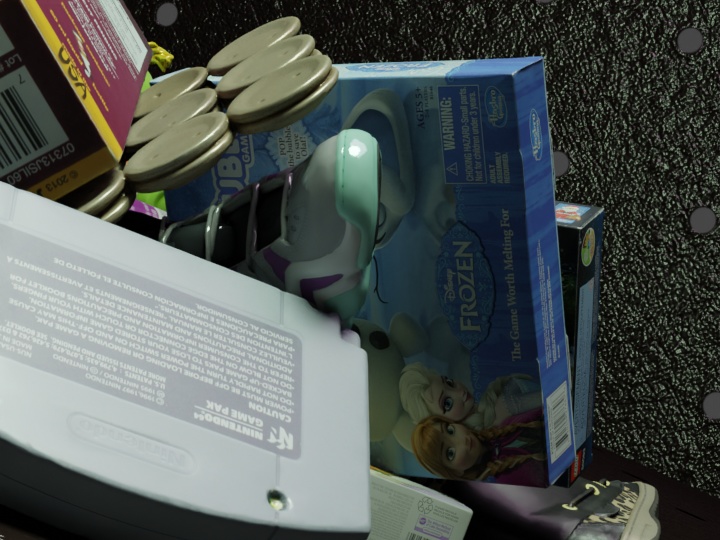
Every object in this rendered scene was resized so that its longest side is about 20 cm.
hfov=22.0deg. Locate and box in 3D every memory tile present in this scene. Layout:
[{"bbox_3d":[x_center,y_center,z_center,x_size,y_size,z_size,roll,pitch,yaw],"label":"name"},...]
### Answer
[{"bbox_3d":[-0.104,-0.050,0.820,0.017,0.199,0.153,60,-1,-20],"label":"memory tile"}]

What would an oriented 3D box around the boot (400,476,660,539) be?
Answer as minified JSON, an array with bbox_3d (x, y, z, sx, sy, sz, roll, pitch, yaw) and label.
[{"bbox_3d":[0.089,0.134,1.050,0.150,0.074,0.200,23,6,4],"label":"boot"}]

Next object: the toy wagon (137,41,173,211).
[{"bbox_3d":[-0.174,-0.051,1.148,0.155,0.201,0.039,23,3,40],"label":"toy wagon"}]

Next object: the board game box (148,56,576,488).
[{"bbox_3d":[0.000,0.000,0.909,0.198,0.202,0.043,1,17,28],"label":"board game box"}]

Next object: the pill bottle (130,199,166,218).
[{"bbox_3d":[-0.178,-0.002,0.994,0.199,0.113,0.112,22,1,-21],"label":"pill bottle"}]

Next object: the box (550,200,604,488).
[{"bbox_3d":[0.023,0.024,0.954,0.199,0.138,0.038,9,22,25],"label":"box"}]

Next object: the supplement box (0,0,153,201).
[{"bbox_3d":[-0.167,-0.086,0.842,0.086,0.110,0.200,61,7,-18],"label":"supplement box"}]

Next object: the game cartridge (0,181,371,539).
[{"bbox_3d":[-0.089,0.042,0.702,0.199,0.041,0.134,22,35,-19],"label":"game cartridge"}]

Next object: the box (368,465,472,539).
[{"bbox_3d":[-0.043,0.095,0.868,0.199,0.042,0.039,22,-2,-19],"label":"box"}]

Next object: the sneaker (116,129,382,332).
[{"bbox_3d":[-0.075,-0.002,0.815,0.139,0.078,0.200,13,-37,-13],"label":"sneaker"}]
